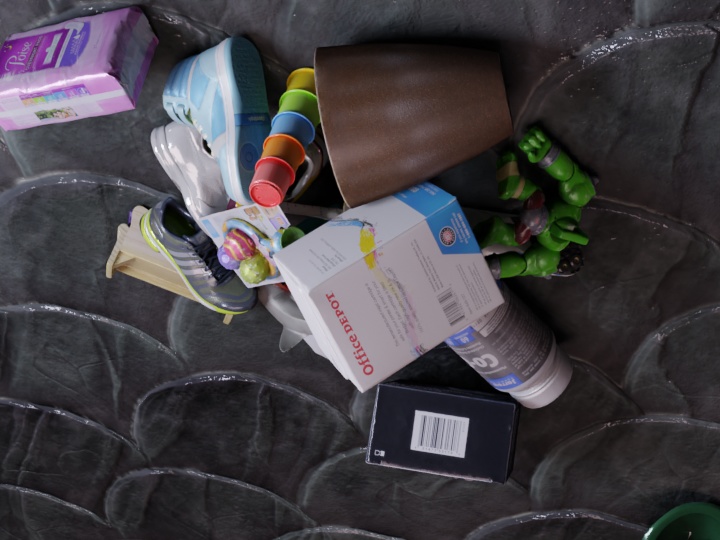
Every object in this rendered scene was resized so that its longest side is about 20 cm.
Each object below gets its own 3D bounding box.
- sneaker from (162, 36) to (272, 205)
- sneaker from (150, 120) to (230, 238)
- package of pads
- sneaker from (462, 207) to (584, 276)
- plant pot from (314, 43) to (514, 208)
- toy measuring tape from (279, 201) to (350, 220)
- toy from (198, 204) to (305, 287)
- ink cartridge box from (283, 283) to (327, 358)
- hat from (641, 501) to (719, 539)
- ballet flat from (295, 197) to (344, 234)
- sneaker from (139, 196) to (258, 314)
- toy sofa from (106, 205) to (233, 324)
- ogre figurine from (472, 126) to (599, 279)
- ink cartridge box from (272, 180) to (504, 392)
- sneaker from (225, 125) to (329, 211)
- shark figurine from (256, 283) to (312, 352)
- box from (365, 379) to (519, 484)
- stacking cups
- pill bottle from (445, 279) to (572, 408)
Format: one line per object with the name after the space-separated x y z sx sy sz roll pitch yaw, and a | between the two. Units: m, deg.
-0.176 -0.171 1.514 0.130 0.200 0.080 -7 175 35 | sneaker
-0.189 -0.118 1.642 0.088 0.075 0.200 -21 131 12 | sneaker
-0.349 -0.242 1.512 0.200 0.121 0.076 -6 140 24 | package of pads
0.189 -0.036 1.611 0.200 0.072 0.072 14 167 -3 | sneaker
0.067 -0.182 1.419 0.200 0.187 0.187 -12 133 9 | plant pot
-0.015 -0.047 1.547 0.200 0.074 0.074 5 139 -3 | toy measuring tape
-0.137 -0.022 1.558 0.200 0.047 0.115 -12 116 54 | toy
-0.052 0.068 1.783 0.200 0.057 0.163 23 154 -14 | ink cartridge box
0.493 0.427 2.047 0.166 0.176 0.200 37 98 -18 | hat
-0.004 -0.071 1.628 0.200 0.068 0.068 -28 137 33 | ballet flat
-0.217 -0.019 1.702 0.200 0.074 0.081 42 154 0 | sneaker
-0.254 -0.007 1.782 0.200 0.098 0.083 22 163 -6 | toy sofa
0.210 -0.064 1.527 0.120 0.200 0.098 17 179 -21 | ogre figurine
0.029 0.010 1.445 0.200 0.145 0.147 -31 115 -9 | ink cartridge box
-0.116 -0.100 1.578 0.075 0.090 0.200 40 118 -3 | sneaker
-0.072 0.073 1.690 0.214 0.090 0.128 10 142 50 | shark figurine
0.125 0.228 1.804 0.196 0.118 0.200 8 178 10 | box
-0.079 -0.153 1.459 0.060 0.200 0.061 8 137 7 | stacking cups
0.193 0.094 1.707 0.114 0.114 0.200 -25 124 38 | pill bottle
